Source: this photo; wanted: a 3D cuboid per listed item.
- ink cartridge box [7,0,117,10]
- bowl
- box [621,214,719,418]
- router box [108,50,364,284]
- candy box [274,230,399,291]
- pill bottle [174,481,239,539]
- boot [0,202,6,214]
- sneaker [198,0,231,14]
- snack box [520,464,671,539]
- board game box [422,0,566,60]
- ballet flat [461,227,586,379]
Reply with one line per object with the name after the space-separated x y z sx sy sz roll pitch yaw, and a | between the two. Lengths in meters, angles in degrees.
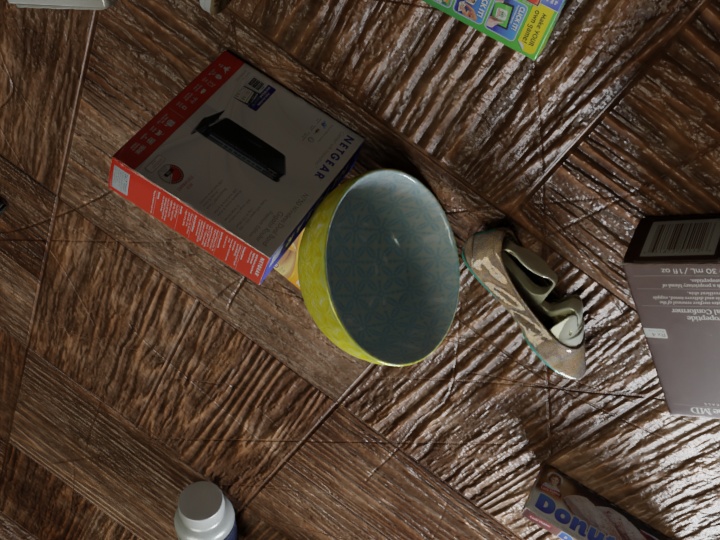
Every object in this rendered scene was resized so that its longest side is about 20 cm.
-0.309 -0.366 0.915 0.144 0.084 0.200 11 135 29 | ink cartridge box
0.000 0.000 0.971 0.107 0.200 0.200 -6 126 44 | bowl
0.322 0.047 0.878 0.100 0.075 0.200 -1 130 37 | box
-0.120 -0.109 0.946 0.179 0.200 0.049 32 142 3 | router box
-0.040 -0.021 1.091 0.200 0.055 0.115 40 141 -5 | candy box
-0.286 0.480 1.751 0.111 0.111 0.200 21 139 19 | pill bottle
-0.641 -0.112 1.449 0.200 0.068 0.131 -3 134 41 | boot
-0.152 -0.336 0.838 0.108 0.070 0.200 23 134 8 | sneaker
0.303 0.327 1.180 0.200 0.072 0.024 31 144 7 | snack box
0.118 -0.276 0.732 0.134 0.029 0.200 31 142 8 | board game box
0.187 0.034 0.973 0.200 0.068 0.067 45 134 -14 | ballet flat
